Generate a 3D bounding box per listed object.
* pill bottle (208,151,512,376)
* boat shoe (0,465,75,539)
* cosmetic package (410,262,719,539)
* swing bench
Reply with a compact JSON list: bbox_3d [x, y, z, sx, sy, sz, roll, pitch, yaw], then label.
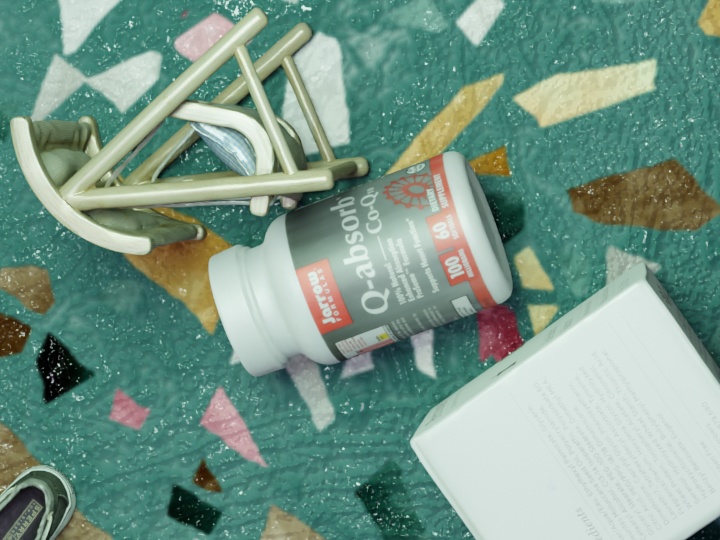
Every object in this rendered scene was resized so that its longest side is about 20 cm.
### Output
[{"bbox_3d":[0.000,0.000,1.662,0.199,0.116,0.116,-21,91,9],"label":"pill bottle"},{"bbox_3d":[-0.290,0.234,1.745,0.071,0.064,0.201,33,98,4],"label":"boat shoe"},{"bbox_3d":[0.165,0.121,1.624,0.200,0.165,0.165,-35,89,7],"label":"cosmetic package"},{"bbox_3d":[-0.118,-0.084,1.630,0.199,0.199,0.130,-23,91,9],"label":"swing bench"}]
